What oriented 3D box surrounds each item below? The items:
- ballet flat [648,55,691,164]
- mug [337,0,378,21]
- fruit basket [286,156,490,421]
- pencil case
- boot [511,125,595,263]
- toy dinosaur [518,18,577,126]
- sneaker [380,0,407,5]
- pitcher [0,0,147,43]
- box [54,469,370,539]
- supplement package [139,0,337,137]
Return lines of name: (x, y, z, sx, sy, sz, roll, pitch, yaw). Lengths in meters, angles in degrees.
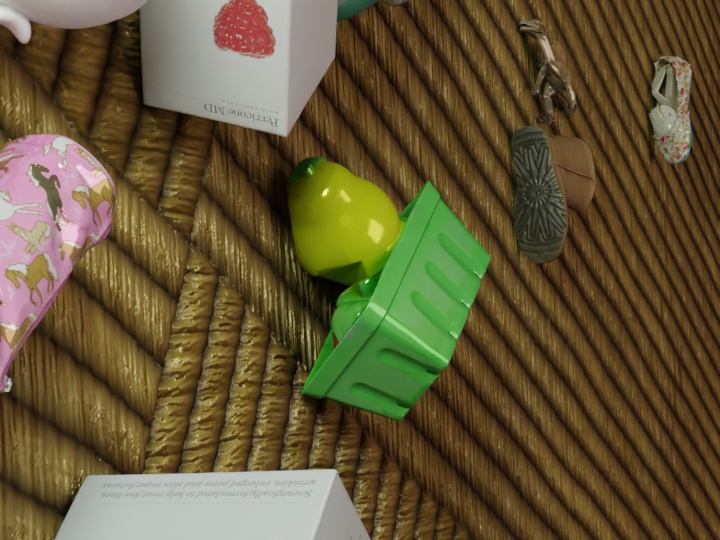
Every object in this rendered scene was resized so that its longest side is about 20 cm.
ballet flat: (0.492, -0.262, 2.652, 0.064, 0.075, 0.202, 26, 52, -27)
mug: (-0.050, -0.285, 1.356, 0.114, 0.184, 0.153, -46, 151, -56)
fruit basket: (0.000, 0.000, 1.451, 0.214, 0.156, 0.217, 20, 44, -20)
pencil case: (-0.217, -0.002, 0.988, 0.201, 0.082, 0.087, -66, 142, -48)
boot: (0.251, -0.092, 2.069, 0.200, 0.066, 0.177, 8, 79, -67)
toy dinosaur: (0.256, -0.239, 2.111, 0.200, 0.058, 0.102, 54, 38, -50)
sneaker: (0.057, -0.329, 1.666, 0.078, 0.077, 0.201, 74, 27, -45)
pitcher: (-0.218, -0.197, 0.998, 0.199, 0.121, 0.173, 15, 92, -52)
box: (-0.105, 0.244, 1.054, 0.201, 0.197, 0.131, -69, 146, -44)
supplement package: (-0.086, -0.220, 1.197, 0.120, 0.120, 0.201, -64, 163, -48)
